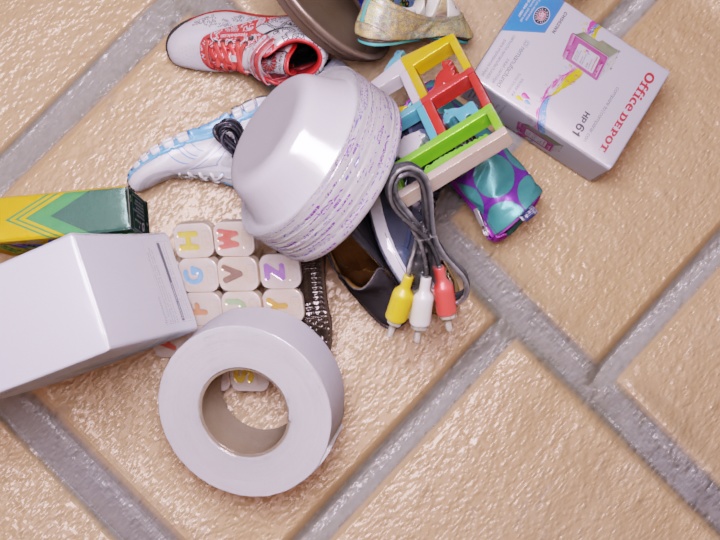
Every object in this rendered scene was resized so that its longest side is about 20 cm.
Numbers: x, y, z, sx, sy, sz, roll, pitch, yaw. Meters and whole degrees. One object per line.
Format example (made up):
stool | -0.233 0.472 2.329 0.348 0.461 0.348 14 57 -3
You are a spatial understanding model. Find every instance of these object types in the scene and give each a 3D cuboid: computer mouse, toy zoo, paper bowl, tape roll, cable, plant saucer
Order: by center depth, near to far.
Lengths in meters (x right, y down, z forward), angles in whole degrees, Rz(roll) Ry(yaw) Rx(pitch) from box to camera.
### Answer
cable | 0.071 -0.016 0.970 0.096 0.050 0.201 -7 126 -7
paper bowl | -0.057 -0.119 0.977 0.104 0.200 0.202 32 84 -29
toy zoo | 0.069 -0.173 1.011 0.131 0.020 0.201 -30 50 14
tape roll | -0.119 0.146 1.051 0.200 0.071 0.204 3 105 11
plant saucer | -0.043 -0.320 1.090 0.029 0.200 0.201 -34 88 32
computer mouse | -0.070 -0.180 1.099 0.200 0.044 0.110 -46 112 -23

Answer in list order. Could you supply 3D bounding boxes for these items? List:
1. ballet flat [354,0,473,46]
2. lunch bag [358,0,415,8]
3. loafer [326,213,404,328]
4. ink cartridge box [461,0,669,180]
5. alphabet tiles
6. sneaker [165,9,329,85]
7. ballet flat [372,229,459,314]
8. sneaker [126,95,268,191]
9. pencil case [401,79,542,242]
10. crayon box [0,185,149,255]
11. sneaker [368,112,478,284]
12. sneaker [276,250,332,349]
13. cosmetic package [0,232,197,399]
ballet flat | 0.071 -0.294 1.085 0.199 0.070 0.071 -16 85 -46
lunch bag | 0.029 -0.381 1.091 0.093 0.150 0.202 14 85 29
loafer | 0.000 0.000 1.068 0.072 0.073 0.201 -20 123 22
ink cartridge box | 0.244 -0.224 1.133 0.199 0.085 0.145 33 84 -1
alphabet tiles | -0.156 0.042 1.078 0.194 0.015 0.202 -1 104 16
sneaker | -0.133 -0.255 1.092 0.199 0.108 0.068 -3 121 0
ballet flat | 0.059 -0.038 1.118 0.068 0.063 0.201 -35 88 -4
sneaker | -0.175 -0.128 1.110 0.199 0.075 0.087 -26 93 -5
pencil case | 0.124 -0.127 1.118 0.200 0.085 0.092 46 70 2
crayon box | -0.348 -0.053 1.065 0.198 0.126 0.052 -5 86 -3
sneaker | 0.083 -0.078 1.041 0.145 0.077 0.204 -21 83 15
sneaker | -0.068 0.037 1.108 0.070 0.076 0.202 3 107 -7
cosmetic package | -0.313 0.049 0.995 0.198 0.200 0.124 -20 86 15
